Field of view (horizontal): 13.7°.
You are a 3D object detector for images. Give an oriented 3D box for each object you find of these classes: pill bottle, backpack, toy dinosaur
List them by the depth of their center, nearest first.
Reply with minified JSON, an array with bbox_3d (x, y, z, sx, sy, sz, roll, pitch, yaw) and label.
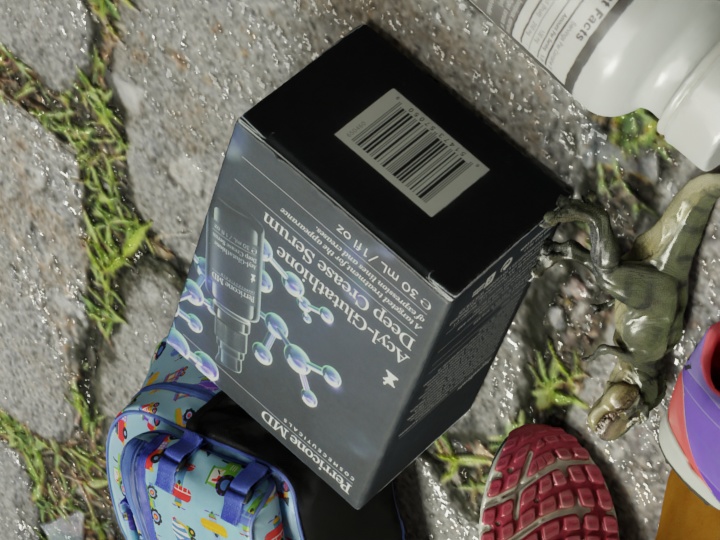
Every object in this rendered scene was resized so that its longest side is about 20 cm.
[{"bbox_3d":[0.108,-0.140,1.339,0.200,0.111,0.111,44,144,11],"label":"pill bottle"},{"bbox_3d":[0.131,-0.001,1.493,0.088,0.048,0.201,26,138,10],"label":"toy dinosaur"},{"bbox_3d":[-0.076,0.135,1.761,0.199,0.134,0.184,23,134,38],"label":"backpack"}]

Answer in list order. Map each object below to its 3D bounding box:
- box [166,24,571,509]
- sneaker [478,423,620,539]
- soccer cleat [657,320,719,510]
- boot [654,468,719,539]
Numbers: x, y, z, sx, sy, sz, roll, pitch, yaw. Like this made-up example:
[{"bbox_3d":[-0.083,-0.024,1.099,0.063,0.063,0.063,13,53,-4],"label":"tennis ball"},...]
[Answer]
[{"bbox_3d":[0.000,0.000,1.582,0.148,0.107,0.200,40,143,15],"label":"box"},{"bbox_3d":[0.098,0.180,1.647,0.075,0.080,0.201,-140,41,-69],"label":"sneaker"},{"bbox_3d":[0.210,0.104,1.435,0.200,0.068,0.074,52,139,47],"label":"soccer cleat"},{"bbox_3d":[0.129,0.186,1.510,0.071,0.143,0.203,159,110,-65],"label":"boot"}]
